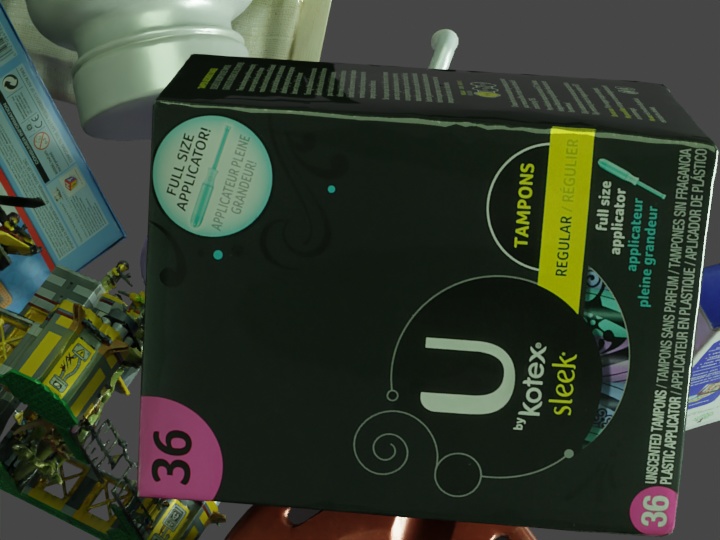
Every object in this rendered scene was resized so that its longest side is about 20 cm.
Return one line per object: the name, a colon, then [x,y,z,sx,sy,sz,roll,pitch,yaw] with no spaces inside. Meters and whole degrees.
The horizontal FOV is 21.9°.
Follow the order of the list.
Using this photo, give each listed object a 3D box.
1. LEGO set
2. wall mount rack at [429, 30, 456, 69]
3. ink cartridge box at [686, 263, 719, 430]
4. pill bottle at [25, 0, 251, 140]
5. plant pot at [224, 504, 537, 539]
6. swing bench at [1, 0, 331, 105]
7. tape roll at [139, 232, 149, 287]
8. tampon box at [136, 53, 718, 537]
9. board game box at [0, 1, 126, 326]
LEGO set: [-0.123,0.036,0.856,0.153,0.200,0.116,15,59,35]
wall mount rack: [0.071,-0.059,0.928,0.199,0.174,0.075,21,83,-8]
ink cartridge box: [0.185,0.029,0.889,0.099,0.200,0.039,-13,71,-14]
pill bottle: [-0.107,-0.167,0.862,0.111,0.111,0.201,-10,82,-12]
plant pot: [-0.001,0.180,0.798,0.199,0.195,0.202,3,66,-6]
swing bench: [-0.107,-0.188,0.988,0.198,0.130,0.201,11,65,-3]
tape roll: [0.000,0.000,0.877,0.199,0.200,0.066,17,65,0]
tampon box: [0.021,0.004,0.712,0.198,0.126,0.151,3,104,0]
board game box: [-0.227,-0.021,0.894,0.200,0.152,0.037,-39,33,-22]
